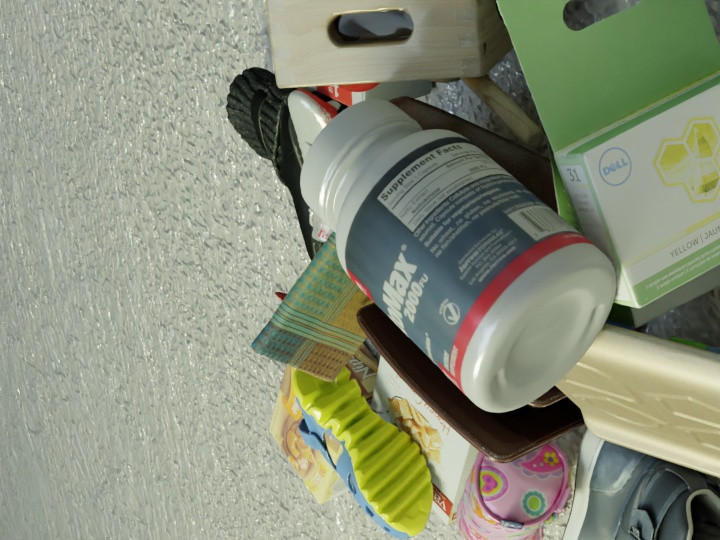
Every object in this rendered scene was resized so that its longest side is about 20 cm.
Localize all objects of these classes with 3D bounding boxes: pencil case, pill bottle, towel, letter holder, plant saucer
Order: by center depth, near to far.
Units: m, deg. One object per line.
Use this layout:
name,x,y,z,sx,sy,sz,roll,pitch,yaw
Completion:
pill bottle,0.054,-0.018,0.818,0.200,0.119,0.121,44,141,33
plant saucer,0.091,-0.087,0.977,0.200,0.199,0.037,32,99,47
letter holder,0.102,0.040,1.043,0.200,0.141,0.102,44,142,36
towel,0.000,0.000,1.087,0.022,0.146,0.201,39,94,29
pencil case,0.128,0.195,1.091,0.088,0.087,0.200,59,169,18

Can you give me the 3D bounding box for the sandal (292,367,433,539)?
sandal,0.000,0.181,1.279,0.201,0.079,0.087,54,150,23

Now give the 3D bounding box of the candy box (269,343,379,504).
candy box,-0.037,0.151,1.418,0.116,0.055,0.201,50,144,28

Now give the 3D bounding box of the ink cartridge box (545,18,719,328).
ink cartridge box,0.186,-0.074,0.877,0.059,0.103,0.203,9,115,55

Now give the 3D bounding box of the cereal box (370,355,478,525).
cereal box,0.070,0.131,1.249,0.144,0.039,0.202,46,142,35

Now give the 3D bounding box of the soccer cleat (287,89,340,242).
soccer cleat,-0.021,-0.072,1.174,0.068,0.085,0.201,23,151,51

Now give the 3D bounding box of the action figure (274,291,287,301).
action figure,-0.004,-0.052,1.112,0.065,0.200,0.099,36,173,42

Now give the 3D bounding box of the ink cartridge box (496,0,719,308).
ink cartridge box,0.184,-0.099,0.798,0.202,0.144,0.048,68,163,-13

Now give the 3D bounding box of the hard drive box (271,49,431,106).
hard drive box,-0.013,-0.259,1.118,0.155,0.076,0.202,30,132,48

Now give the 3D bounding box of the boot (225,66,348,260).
boot,-0.056,-0.094,1.282,0.157,0.079,0.214,23,128,54

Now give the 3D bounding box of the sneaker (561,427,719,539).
sneaker,0.230,0.230,1.014,0.146,0.076,0.205,35,135,48

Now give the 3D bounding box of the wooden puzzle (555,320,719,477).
wooden puzzle,0.209,0.081,0.883,0.184,0.047,0.200,15,160,36

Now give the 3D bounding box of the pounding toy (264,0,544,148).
pounding toy,0.048,-0.180,0.930,0.197,0.184,0.144,1,111,21
